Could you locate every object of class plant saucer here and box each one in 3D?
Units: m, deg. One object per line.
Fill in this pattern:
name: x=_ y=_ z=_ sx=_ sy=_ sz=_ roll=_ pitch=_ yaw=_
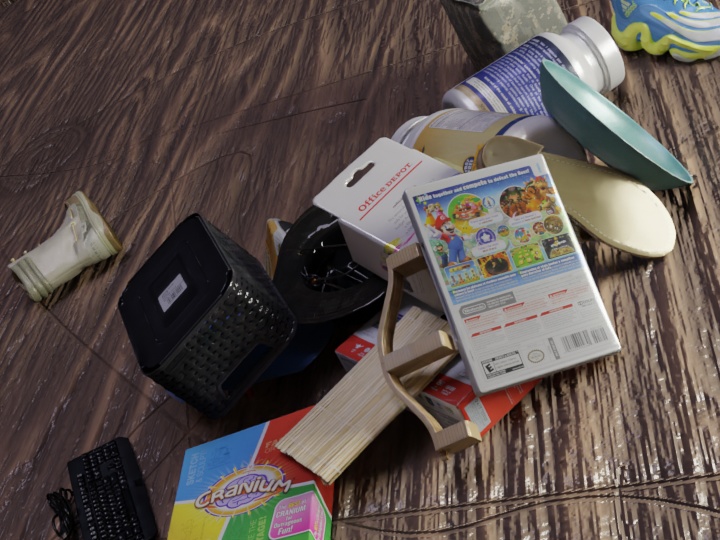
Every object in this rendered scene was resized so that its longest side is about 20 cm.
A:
plant saucer: x=0.255 y=-0.142 z=1.321 sx=0.036 sy=0.200 sz=0.200 roll=-51 pitch=23 yaw=19

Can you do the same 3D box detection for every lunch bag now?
lunch bag: x=0.183 y=-0.329 z=1.678 sx=0.118 sy=0.164 sz=0.200 roll=-38 pitch=30 yaw=-6

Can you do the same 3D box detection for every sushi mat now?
sushi mat: x=0.013 y=0.110 z=1.184 sx=0.200 sy=0.012 sz=0.096 roll=-44 pitch=32 yaw=-18

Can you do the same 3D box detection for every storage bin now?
storage bin: x=-0.163 y=0.043 z=1.323 sx=0.135 sy=0.094 sz=0.200 roll=-48 pitch=29 yaw=5

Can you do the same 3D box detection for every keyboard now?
keyboard: x=-0.274 y=0.234 z=1.307 sx=0.104 sy=0.040 sz=0.200 roll=-31 pitch=28 yaw=-6

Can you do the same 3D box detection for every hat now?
hat: x=0.000 y=0.000 z=1.362 sx=0.200 sy=0.081 sz=0.201 roll=-21 pitch=39 yaw=18

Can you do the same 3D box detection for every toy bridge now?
toy bridge: x=0.051 y=0.076 z=1.140 sx=0.067 sy=0.027 sz=0.200 roll=-26 pitch=61 yaw=22

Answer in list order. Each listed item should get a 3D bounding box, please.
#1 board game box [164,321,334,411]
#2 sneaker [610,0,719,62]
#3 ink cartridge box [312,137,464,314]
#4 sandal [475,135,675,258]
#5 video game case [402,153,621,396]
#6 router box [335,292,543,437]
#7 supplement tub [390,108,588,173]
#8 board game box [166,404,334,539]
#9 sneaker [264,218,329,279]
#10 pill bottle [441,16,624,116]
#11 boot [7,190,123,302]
board game box: x=-0.117 y=0.095 z=1.396 sx=0.200 sy=0.039 sz=0.158 roll=-15 pitch=29 yaw=9
sneaker: x=0.375 y=-0.315 z=1.550 sx=0.076 sy=0.105 sz=0.200 roll=-44 pitch=32 yaw=-25
ink cartridge box: x=0.062 y=-0.043 z=1.260 sx=0.200 sy=0.068 sz=0.115 roll=31 pitch=65 yaw=36
sandal: x=0.206 y=-0.068 z=1.268 sx=0.070 sy=0.211 sz=0.078 roll=134 pitch=159 yaw=-69
video game case: x=0.136 y=0.001 z=1.162 sx=0.143 sy=0.200 sz=0.018 roll=-15 pitch=-15 yaw=-15
router box: x=0.101 y=0.064 z=1.242 sx=0.179 sy=0.049 sz=0.200 roll=-41 pitch=31 yaw=-21
supplement tub: x=0.131 y=-0.100 z=1.379 sx=0.144 sy=0.145 sz=0.200 roll=-43 pitch=32 yaw=-24
board game box: x=-0.100 y=0.221 z=1.174 sx=0.153 sy=0.040 sz=0.200 roll=-21 pitch=30 yaw=14
sneaker: x=-0.062 y=-0.015 z=1.506 sx=0.087 sy=0.076 sz=0.200 roll=-3 pitch=15 yaw=-15
pill bottle: x=0.207 y=-0.212 z=1.521 sx=0.200 sy=0.116 sz=0.116 roll=-33 pitch=29 yaw=-8
boot: x=-0.437 y=-0.034 z=1.846 sx=0.155 sy=0.072 sz=0.200 roll=-36 pitch=30 yaw=-9
